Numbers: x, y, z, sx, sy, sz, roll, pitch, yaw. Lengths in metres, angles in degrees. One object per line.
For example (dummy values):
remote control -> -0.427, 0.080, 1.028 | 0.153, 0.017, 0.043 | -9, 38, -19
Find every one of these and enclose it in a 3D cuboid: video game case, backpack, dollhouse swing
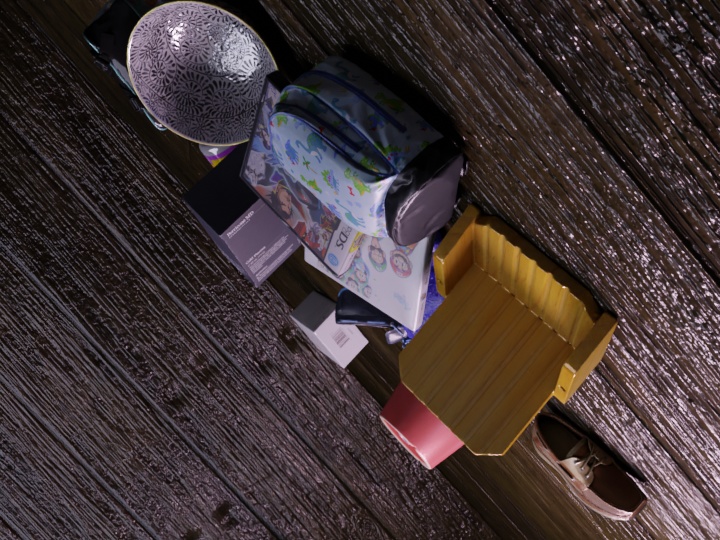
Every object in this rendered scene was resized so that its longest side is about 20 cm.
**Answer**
video game case -> 0.006, -0.041, 0.991 | 0.198, 0.024, 0.185 | 32, 137, 27
backpack -> -0.001, -0.126, 0.805 | 0.202, 0.152, 0.164 | 57, 169, 16
backpack -> -0.292, -0.321, 1.123 | 0.176, 0.153, 0.200 | 48, -177, -25
dollhouse swing -> 0.138, 0.079, 0.860 | 0.200, 0.176, 0.182 | 43, 169, 22
video game case -> -0.065, -0.114, 0.973 | 0.200, 0.025, 0.182 | 45, 143, 13

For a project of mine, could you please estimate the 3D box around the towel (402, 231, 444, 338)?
towel -> 0.068, 0.004, 1.037 | 0.146, 0.050, 0.201 | -15, 116, 50

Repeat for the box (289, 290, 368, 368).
box -> -0.093, 0.165, 2.250 | 0.153, 0.106, 0.199 | 51, 168, -26

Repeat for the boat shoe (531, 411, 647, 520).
boat shoe -> 0.322, 0.280, 1.139 | 0.199, 0.076, 0.074 | 36, 162, 42

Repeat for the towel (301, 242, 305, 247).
towel -> 0.000, 0.000, 1.245 | 0.131, 0.035, 0.200 | 27, 175, 31

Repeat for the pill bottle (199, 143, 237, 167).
pill bottle -> -0.196, -0.181, 1.415 | 0.104, 0.104, 0.201 | 31, 161, 53

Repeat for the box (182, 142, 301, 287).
box -> -0.152, -0.109, 1.247 | 0.104, 0.200, 0.183 | 41, 168, 25

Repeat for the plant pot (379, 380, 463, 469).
plant pot -> 0.143, 0.265, 1.505 | 0.200, 0.177, 0.201 | 45, 170, 10

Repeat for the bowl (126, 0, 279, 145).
bowl -> -0.189, -0.271, 1.002 | 0.202, 0.197, 0.095 | 54, -150, -34

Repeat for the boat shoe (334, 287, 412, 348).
boat shoe -> 0.055, 0.086, 1.232 | 0.196, 0.070, 0.084 | 15, 169, 17
